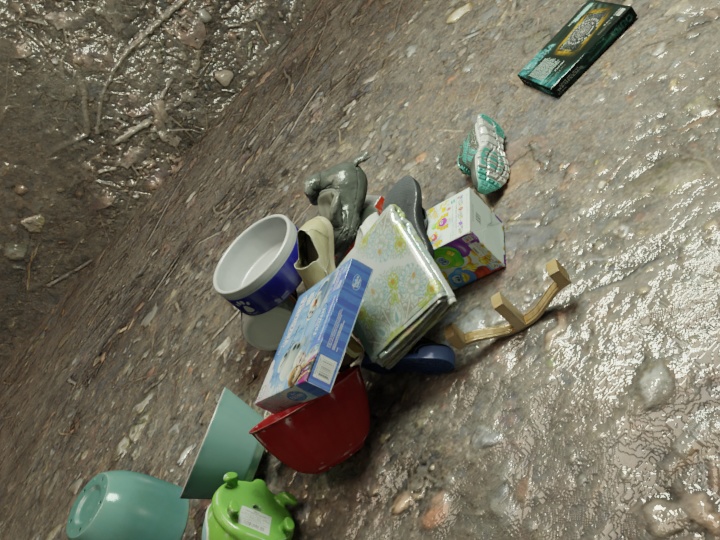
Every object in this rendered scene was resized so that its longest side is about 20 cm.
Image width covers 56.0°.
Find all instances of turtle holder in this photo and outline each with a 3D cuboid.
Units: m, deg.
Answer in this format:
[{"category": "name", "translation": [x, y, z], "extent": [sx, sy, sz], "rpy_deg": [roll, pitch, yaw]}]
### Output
[{"category": "turtle holder", "translation": [-0.188, 0.399, 1.058], "extent": [0.185, 0.141, 0.132], "rpy_deg": [37, 103, 53]}]

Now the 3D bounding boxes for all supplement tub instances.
[{"category": "supplement tub", "translation": [-0.195, 0.065, 1.446], "extent": [0.122, 0.122, 0.200], "rpy_deg": [-40, 32, 16]}]

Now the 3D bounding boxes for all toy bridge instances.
[{"category": "toy bridge", "translation": [0.213, 0.060, 0.969], "extent": [0.200, 0.067, 0.027], "rpy_deg": [-36, 33, 25]}]

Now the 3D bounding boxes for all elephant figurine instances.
[{"category": "elephant figurine", "translation": [-0.032, -0.103, 1.321], "extent": [0.141, 0.155, 0.200], "rpy_deg": [-10, 52, -2]}]

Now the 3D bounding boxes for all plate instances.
[{"category": "plate", "translation": [0.000, 0.000, 1.204], "extent": [0.200, 0.032, 0.201], "rpy_deg": [-104, 27, -80]}]

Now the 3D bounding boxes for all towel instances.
[{"category": "towel", "translation": [0.045, 0.026, 1.039], "extent": [0.171, 0.048, 0.200], "rpy_deg": [-47, 53, 27]}]

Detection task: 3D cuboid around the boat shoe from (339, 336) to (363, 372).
[{"category": "boat shoe", "translation": [-0.038, 0.128, 1.087], "extent": [0.066, 0.072, 0.201], "rpy_deg": [-44, -1, -5]}]

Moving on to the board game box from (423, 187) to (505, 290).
[{"category": "board game box", "translation": [0.131, -0.032, 1.143], "extent": [0.200, 0.103, 0.105], "rpy_deg": [-27, 39, 34]}]

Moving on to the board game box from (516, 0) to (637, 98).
[{"category": "board game box", "translation": [0.406, -0.424, 1.285], "extent": [0.200, 0.028, 0.135], "rpy_deg": [-46, 30, 9]}]

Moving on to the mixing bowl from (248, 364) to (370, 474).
[{"category": "mixing bowl", "translation": [-0.059, 0.243, 1.051], "extent": [0.200, 0.109, 0.200], "rpy_deg": [-31, -2, -1]}]

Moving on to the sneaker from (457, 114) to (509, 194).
[{"category": "sneaker", "translation": [0.221, -0.199, 1.258], "extent": [0.091, 0.077, 0.200], "rpy_deg": [-45, 23, 41]}]

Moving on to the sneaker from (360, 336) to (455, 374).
[{"category": "sneaker", "translation": [0.076, 0.120, 1.082], "extent": [0.200, 0.070, 0.078], "rpy_deg": [-10, 56, 49]}]

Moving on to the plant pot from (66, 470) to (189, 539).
[{"category": "plant pot", "translation": [-0.457, 0.479, 1.300], "extent": [0.200, 0.161, 0.201], "rpy_deg": [-33, 34, 26]}]

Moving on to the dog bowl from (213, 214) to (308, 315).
[{"category": "dog bowl", "translation": [-0.193, -0.012, 1.343], "extent": [0.200, 0.079, 0.200], "rpy_deg": [-29, 35, 23]}]

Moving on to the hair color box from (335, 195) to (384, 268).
[{"category": "hair color box", "translation": [-0.017, -0.060, 1.409], "extent": [0.101, 0.061, 0.200], "rpy_deg": [11, 65, 54]}]

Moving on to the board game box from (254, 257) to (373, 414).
[{"category": "board game box", "translation": [-0.072, 0.102, 1.011], "extent": [0.199, 0.043, 0.200], "rpy_deg": [-36, 29, 56]}]

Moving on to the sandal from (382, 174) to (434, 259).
[{"category": "sandal", "translation": [0.082, -0.072, 1.113], "extent": [0.076, 0.043, 0.201], "rpy_deg": [-32, 47, 30]}]

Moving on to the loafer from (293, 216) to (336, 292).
[{"category": "loafer", "translation": [-0.086, 0.001, 1.261], "extent": [0.076, 0.068, 0.201], "rpy_deg": [-3, 96, 45]}]

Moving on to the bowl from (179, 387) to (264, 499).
[{"category": "bowl", "translation": [-0.230, 0.318, 1.193], "extent": [0.201, 0.105, 0.201], "rpy_deg": [-159, 90, -83]}]
